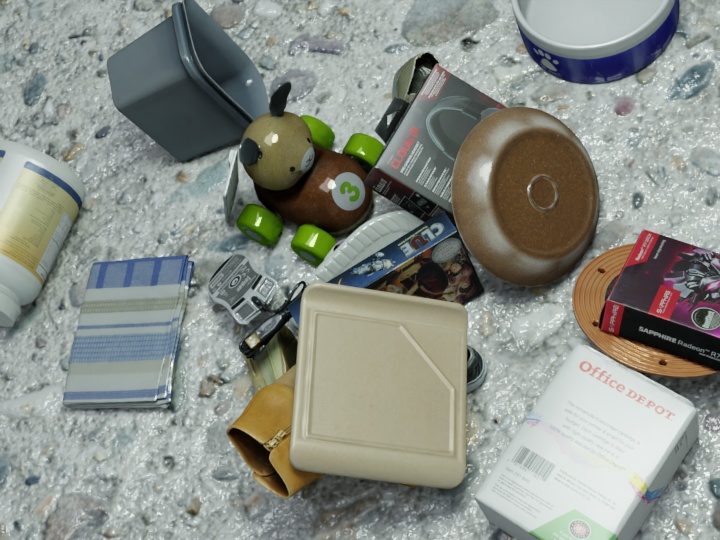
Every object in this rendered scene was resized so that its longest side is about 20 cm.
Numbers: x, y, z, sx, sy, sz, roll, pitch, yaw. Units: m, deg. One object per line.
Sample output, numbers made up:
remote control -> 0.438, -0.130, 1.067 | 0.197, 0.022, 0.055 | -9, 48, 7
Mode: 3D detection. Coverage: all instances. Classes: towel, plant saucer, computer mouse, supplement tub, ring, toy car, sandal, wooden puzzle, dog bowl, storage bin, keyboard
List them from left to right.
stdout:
supplement tub -> -0.446, -0.045, 1.705 | 0.144, 0.144, 0.201 | 14, 69, 23
towel -> -0.281, 0.076, 1.662 | 0.146, 0.024, 0.201 | -4, 61, 18
storage bin -> -0.220, -0.234, 1.710 | 0.134, 0.200, 0.146 | -24, 59, 15
keyboard -> -0.153, -0.097, 1.613 | 0.011, 0.200, 0.057 | 9, 83, -3
computer mouse -> -0.120, 0.033, 1.590 | 0.110, 0.044, 0.200 | -49, 29, -2
toy car -> -0.078, -0.131, 1.600 | 0.157, 0.200, 0.165 | 21, 72, 25
sandal -> -0.004, -0.006, 1.598 | 0.202, 0.083, 0.050 | -34, 17, -2
wooden puzzle -> 0.021, 0.121, 1.429 | 0.184, 0.037, 0.201 | 9, 67, -11
plant saucer -> 0.193, -0.083, 1.506 | 0.037, 0.200, 0.201 | -7, 51, 62
dog bowl -> 0.286, -0.330, 1.659 | 0.199, 0.079, 0.201 | -8, 62, 14
ring -> 0.324, 0.043, 1.455 | 0.199, 0.019, 0.201 | 0, 45, 0

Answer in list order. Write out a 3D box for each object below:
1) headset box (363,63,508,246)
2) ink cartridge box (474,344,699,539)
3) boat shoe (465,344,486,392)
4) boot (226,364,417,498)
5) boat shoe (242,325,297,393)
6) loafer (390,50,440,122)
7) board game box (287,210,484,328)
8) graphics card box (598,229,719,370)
headset box -> 0.111, -0.126, 1.564 | 0.200, 0.077, 0.149 | 32, 73, -3
ink cartridge box -> 0.235, 0.199, 1.401 | 0.145, 0.084, 0.200 | 29, 75, 27
boat shoe -> 0.039, 0.122, 1.509 | 0.199, 0.071, 0.072 | -23, 59, 5
boot -> -0.037, 0.198, 1.436 | 0.201, 0.071, 0.144 | 38, 42, 3
boat shoe -> -0.094, 0.153, 1.539 | 0.063, 0.073, 0.201 | -25, 57, 17
loafer -> 0.072, -0.181, 1.643 | 0.075, 0.070, 0.201 | 3, 60, -14
board game box -> 0.032, 0.031, 1.521 | 0.200, 0.136, 0.035 | -32, 55, 1
graphics card box -> 0.362, 0.039, 1.411 | 0.199, 0.051, 0.126 | 21, 47, 18
